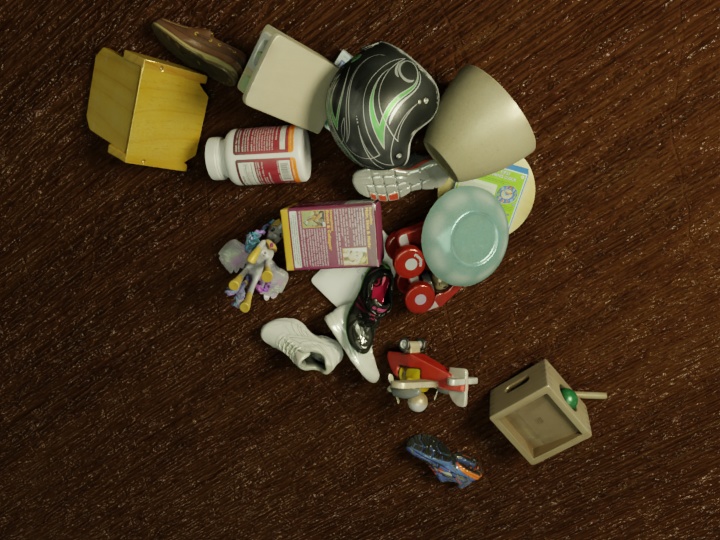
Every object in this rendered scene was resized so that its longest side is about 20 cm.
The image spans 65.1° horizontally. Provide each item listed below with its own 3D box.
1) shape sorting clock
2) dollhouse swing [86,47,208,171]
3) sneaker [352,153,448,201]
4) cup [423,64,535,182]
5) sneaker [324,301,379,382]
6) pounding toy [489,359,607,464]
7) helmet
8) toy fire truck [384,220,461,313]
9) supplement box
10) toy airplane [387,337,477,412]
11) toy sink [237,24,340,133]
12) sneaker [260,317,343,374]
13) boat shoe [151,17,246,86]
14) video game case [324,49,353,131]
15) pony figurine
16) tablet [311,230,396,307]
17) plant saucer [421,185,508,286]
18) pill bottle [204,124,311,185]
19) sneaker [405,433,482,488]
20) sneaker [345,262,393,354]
[{"bbox_3d":[0.258,-0.161,1.160,0.197,0.039,0.203,2,110,6],"label":"shape sorting clock"},{"bbox_3d":[-0.443,-0.339,1.166,0.180,0.175,0.202,2,115,-40],"label":"dollhouse swing"},{"bbox_3d":[0.079,-0.198,1.144,0.197,0.082,0.078,-6,129,-4],"label":"sneaker"},{"bbox_3d":[0.201,-0.248,1.040,0.143,0.200,0.201,-41,101,4],"label":"cup"},{"bbox_3d":[0.004,0.163,1.276,0.088,0.075,0.201,-34,110,-6],"label":"sneaker"},{"bbox_3d":[0.425,0.305,1.264,0.199,0.142,0.184,-38,101,26],"label":"pounding toy"},{"bbox_3d":[0.030,-0.290,1.033,0.199,0.200,0.192,38,90,-8],"label":"helmet"},{"bbox_3d":[0.151,-0.013,1.180,0.166,0.112,0.202,-19,114,0],"label":"toy fire truck"},{"bbox_3d":[-0.055,-0.077,1.174,0.197,0.103,0.133,-1,103,10],"label":"supplement box"},{"bbox_3d":[0.151,0.246,1.220,0.197,0.199,0.143,19,99,-3],"label":"toy airplane"},{"bbox_3d":[-0.141,-0.358,1.040,0.112,0.199,0.131,43,112,31],"label":"toy sink"},{"bbox_3d":[-0.139,0.172,1.268,0.197,0.099,0.079,19,113,6],"label":"sneaker"},{"bbox_3d":[-0.315,-0.440,1.111,0.198,0.072,0.068,30,75,3],"label":"boat shoe"},{"bbox_3d":[0.004,-0.322,1.141,0.199,0.018,0.144,37,108,-7],"label":"video game case"},{"bbox_3d":[-0.218,-0.009,1.192,0.165,0.201,0.193,32,124,-13],"label":"pony figurine"},{"bbox_3d":[0.000,0.000,1.250,0.130,0.014,0.200,43,107,-10],"label":"tablet"},{"bbox_3d":[0.218,-0.064,1.115,0.198,0.039,0.204,-4,102,-19],"label":"plant saucer"},{"bbox_3d":[-0.204,-0.232,1.139,0.197,0.113,0.115,-2,108,5],"label":"pill bottle"},{"bbox_3d":[0.193,0.467,1.357,0.198,0.075,0.079,29,112,-3],"label":"sneaker"},{"bbox_3d":[0.021,0.082,1.203,0.076,0.084,0.203,13,96,-17],"label":"sneaker"}]
